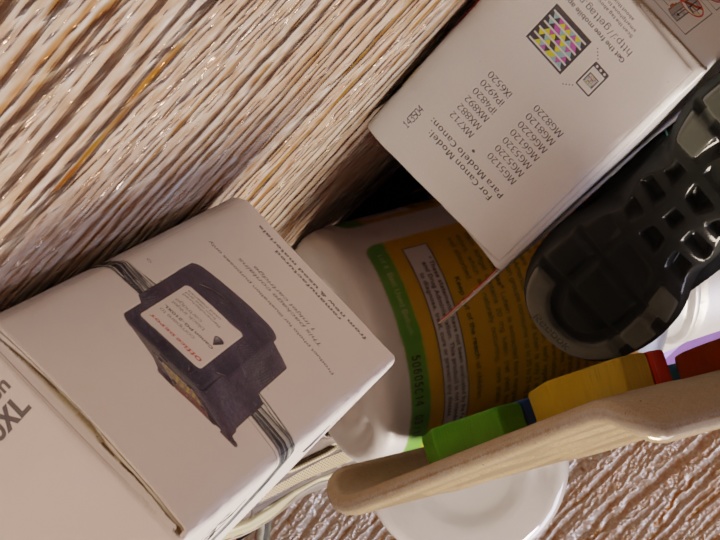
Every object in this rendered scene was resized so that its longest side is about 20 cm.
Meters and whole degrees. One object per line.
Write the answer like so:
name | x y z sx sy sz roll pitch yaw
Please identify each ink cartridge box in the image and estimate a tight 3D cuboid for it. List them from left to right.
ink cartridge box | -0.089 0.069 0.726 0.145 0.084 0.200 -46 175 20
ink cartridge box | 0.098 -0.089 0.976 0.176 0.084 0.200 -46 175 37

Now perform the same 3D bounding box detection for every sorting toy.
sorting toy | 0.108 0.057 0.986 0.184 0.037 0.199 -10 173 -40

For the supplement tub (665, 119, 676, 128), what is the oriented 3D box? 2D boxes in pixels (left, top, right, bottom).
supplement tub | 0.202 -0.126 1.218 0.200 0.140 0.140 -40 174 -47

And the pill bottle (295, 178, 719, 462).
pill bottle | 0.076 0.013 1.104 0.198 0.112 0.111 -15 165 -21

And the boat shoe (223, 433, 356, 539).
boat shoe | -0.044 0.075 1.171 0.198 0.075 0.074 -18 139 -20

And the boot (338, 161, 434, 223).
boot | 0.000 0.000 1.201 0.200 0.072 0.166 -41 162 -1

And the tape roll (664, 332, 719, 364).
tape roll | 0.169 -0.008 1.649 0.085 0.200 0.200 -45 176 14

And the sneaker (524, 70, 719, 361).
sneaker | 0.143 -0.043 0.906 0.199 0.076 0.079 -35 -170 36

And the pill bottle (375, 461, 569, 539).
pill bottle | 0.055 0.084 1.344 0.113 0.113 0.200 -44 -170 8

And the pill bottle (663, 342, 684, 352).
pill bottle | 0.151 -0.055 1.311 0.112 0.111 0.201 -47 -160 40

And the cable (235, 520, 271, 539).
cable | -0.061 0.107 1.304 0.200 0.097 0.050 -46 -179 12

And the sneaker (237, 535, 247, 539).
sneaker | -0.080 0.113 1.415 0.090 0.070 0.200 -32 164 -42
